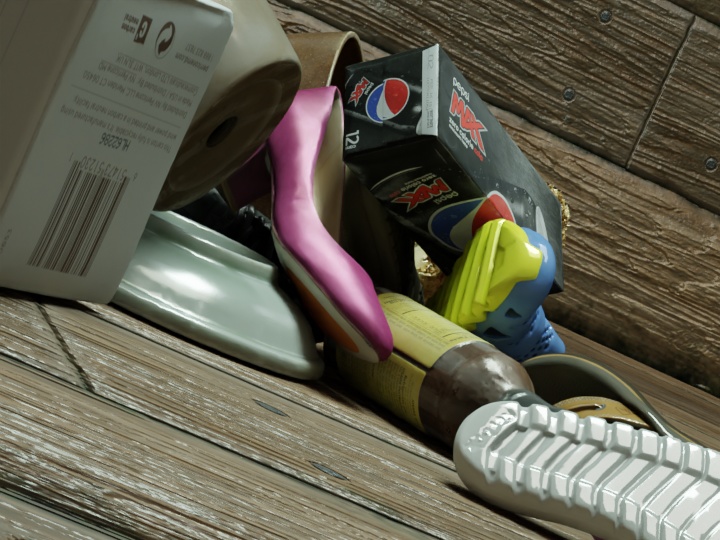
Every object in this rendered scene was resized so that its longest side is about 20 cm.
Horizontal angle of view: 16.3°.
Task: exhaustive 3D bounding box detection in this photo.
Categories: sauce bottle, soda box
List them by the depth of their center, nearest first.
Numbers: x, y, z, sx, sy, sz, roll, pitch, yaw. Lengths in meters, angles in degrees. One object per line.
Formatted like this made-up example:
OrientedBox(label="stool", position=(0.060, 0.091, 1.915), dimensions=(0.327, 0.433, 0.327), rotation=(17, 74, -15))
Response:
OrientedBox(label="sauce bottle", position=(0.053, 0.067, 1.401), dimensions=(0.065, 0.065, 0.200), rotation=(23, 6, -37))
OrientedBox(label="soda box", position=(0.059, -0.053, 1.524), dimensions=(0.063, 0.071, 0.200), rotation=(-13, -32, 23))

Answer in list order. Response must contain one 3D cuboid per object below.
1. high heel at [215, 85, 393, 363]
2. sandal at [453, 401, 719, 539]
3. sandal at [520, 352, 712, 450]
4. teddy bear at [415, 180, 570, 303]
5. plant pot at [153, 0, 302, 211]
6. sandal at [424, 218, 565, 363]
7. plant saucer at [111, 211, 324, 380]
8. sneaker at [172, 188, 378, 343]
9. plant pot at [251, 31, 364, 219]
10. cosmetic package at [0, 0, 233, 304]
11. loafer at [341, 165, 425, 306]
OrientedBox(label="high heel", position=(-0.010, -0.031, 1.450), dimensions=(0.200, 0.096, 0.067), rotation=(50, -13, 43))
OrientedBox(label="sandal", position=(0.142, 0.121, 1.248), dimensions=(0.202, 0.083, 0.050), rotation=(24, -40, 12))
OrientedBox(label="sandal", position=(0.136, 0.109, 1.419), dimensions=(0.054, 0.082, 0.200), rotation=(-5, 29, -37))
OrientedBox(label="teddy bear", position=(0.086, -0.008, 1.726), dimensions=(0.067, 0.145, 0.200), rotation=(46, -2, 14))
OrientedBox(label="plant pot", position=(-0.131, -0.133, 1.400), dimensions=(0.174, 0.200, 0.200), rotation=(45, 8, 13))
OrientedBox(label="sandal", position=(0.087, 0.033, 1.511), dimensions=(0.087, 0.080, 0.200), rotation=(24, -22, -3))
OrientedBox(label="plant saucer", position=(-0.103, -0.002, 1.420), dimensions=(0.200, 0.050, 0.200), rotation=(25, 3, -1))
OrientedBox(label="sneaker", position=(-0.083, -0.019, 1.528), dimensions=(0.200, 0.060, 0.104), rotation=(15, -28, 47))
OrientedBox(label="plant pot", position=(-0.111, -0.082, 1.747), dimensions=(0.199, 0.188, 0.187), rotation=(6, 0, 10))
OrientedBox(label="cosmetic package", position=(-0.203, -0.102, 1.226), dimensions=(0.200, 0.167, 0.167), rotation=(25, 3, 17))
OrientedBox(label="loafer", position=(0.000, 0.000, 1.581), dimensions=(0.067, 0.076, 0.200), rotation=(3, -40, 9))
